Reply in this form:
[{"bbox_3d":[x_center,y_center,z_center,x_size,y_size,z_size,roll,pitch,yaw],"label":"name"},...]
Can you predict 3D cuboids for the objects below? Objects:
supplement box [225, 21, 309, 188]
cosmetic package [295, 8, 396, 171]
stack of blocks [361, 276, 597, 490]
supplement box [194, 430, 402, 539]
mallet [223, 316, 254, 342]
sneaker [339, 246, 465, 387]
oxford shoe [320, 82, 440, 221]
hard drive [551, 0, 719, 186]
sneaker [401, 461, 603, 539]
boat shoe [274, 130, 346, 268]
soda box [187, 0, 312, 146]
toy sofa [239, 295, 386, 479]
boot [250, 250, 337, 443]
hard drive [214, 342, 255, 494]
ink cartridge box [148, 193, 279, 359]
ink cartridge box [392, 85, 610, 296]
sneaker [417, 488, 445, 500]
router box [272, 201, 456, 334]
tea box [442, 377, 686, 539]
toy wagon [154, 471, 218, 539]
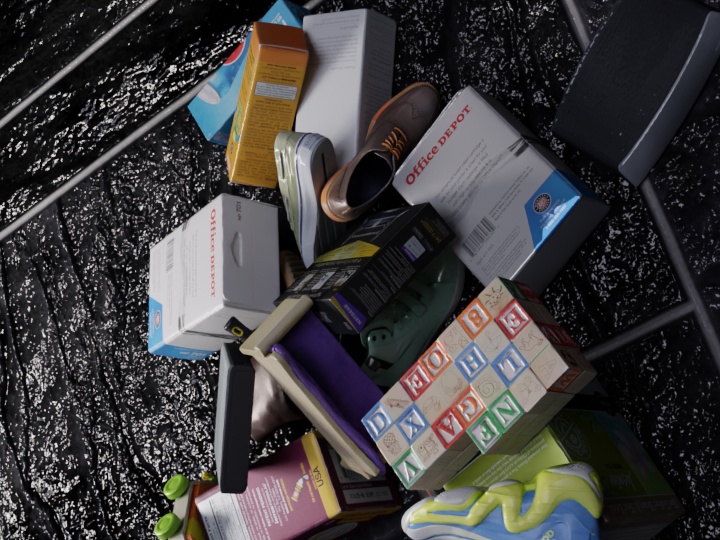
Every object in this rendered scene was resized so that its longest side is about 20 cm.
[{"bbox_3d":[-0.118,-0.203,1.578,0.067,0.068,0.201,-106,24,-52],"label":"supplement box"},{"bbox_3d":[-0.019,-0.213,1.559,0.101,0.074,0.201,2,87,36],"label":"cosmetic package"},{"bbox_3d":[0.107,0.118,1.180,0.200,0.058,0.115,-48,58,20],"label":"stack of blocks"},{"bbox_3d":[-0.074,0.274,1.495,0.200,0.131,0.104,-33,67,29],"label":"supplement box"},{"bbox_3d":[-0.068,0.111,1.488,0.200,0.041,0.066,43,105,-13],"label":"mallet"},{"bbox_3d":[0.045,0.039,1.448,0.074,0.118,0.201,27,99,37],"label":"sneaker"},{"bbox_3d":[0.036,-0.138,1.473,0.200,0.071,0.073,-55,14,-12],"label":"oxford shoe"},{"bbox_3d":[0.292,-0.206,1.348,0.135,0.042,0.201,38,106,33],"label":"hard drive"},{"bbox_3d":[0.129,0.242,1.139,0.199,0.076,0.106,-21,73,31],"label":"sneaker"},{"bbox_3d":[-0.061,-0.085,1.527,0.062,0.072,0.201,23,135,30],"label":"boat shoe"},{"bbox_3d":[-0.133,-0.254,1.652,0.200,0.064,0.068,-45,61,22],"label":"soda box"},{"bbox_3d":[-0.028,0.126,1.365,0.083,0.200,0.097,-46,19,-19],"label":"toy sofa"},{"bbox_3d":[-0.107,0.095,1.578,0.166,0.072,0.201,-33,70,25],"label":"boot"},{"bbox_3d":[-0.145,0.164,1.455,0.033,0.200,0.141,4,93,-8],"label":"hard drive"},{"bbox_3d":[-0.186,0.012,1.586,0.200,0.086,0.147,-28,57,48],"label":"ink cartridge box"},{"bbox_3d":[0.153,-0.083,1.406,0.147,0.086,0.200,-52,57,19],"label":"ink cartridge box"},{"bbox_3d":[0.094,0.174,1.418,0.098,0.070,0.202,118,161,-60],"label":"sneaker"},{"bbox_3d":[0.000,0.000,1.421,0.157,0.052,0.200,-44,13,-17],"label":"router box"},{"bbox_3d":[0.189,0.201,1.270,0.134,0.200,0.197,-42,63,23],"label":"tea box"},{"bbox_3d":[-0.182,0.316,1.557,0.039,0.155,0.200,-28,28,18],"label":"toy wagon"}]
